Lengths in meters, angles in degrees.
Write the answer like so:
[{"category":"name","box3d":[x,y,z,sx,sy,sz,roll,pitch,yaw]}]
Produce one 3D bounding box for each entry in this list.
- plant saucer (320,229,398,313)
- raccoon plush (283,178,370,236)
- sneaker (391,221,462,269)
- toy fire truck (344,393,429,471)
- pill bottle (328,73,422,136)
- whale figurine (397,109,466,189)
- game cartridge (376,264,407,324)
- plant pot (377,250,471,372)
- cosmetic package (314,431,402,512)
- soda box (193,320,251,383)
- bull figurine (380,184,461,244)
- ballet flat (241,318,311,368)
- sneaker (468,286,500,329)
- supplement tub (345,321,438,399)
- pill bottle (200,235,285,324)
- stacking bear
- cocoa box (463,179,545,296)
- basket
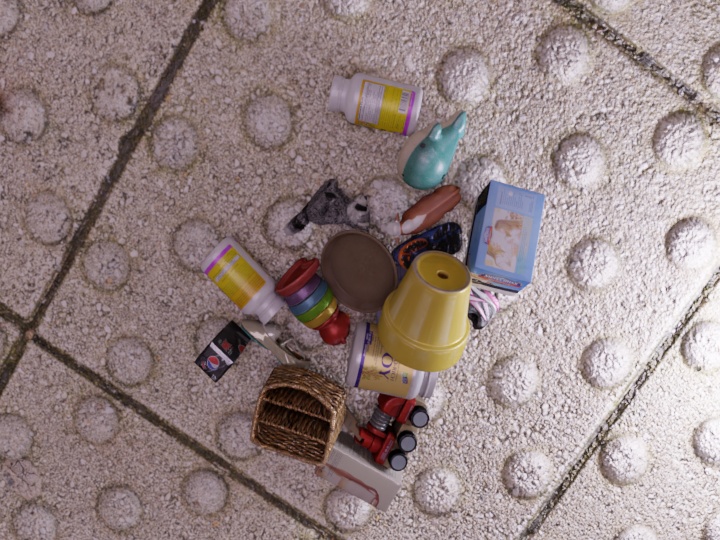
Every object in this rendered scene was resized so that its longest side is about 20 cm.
[{"category":"plant saucer","box3d":[0.000,0.000,1.517,0.194,0.029,0.206,13,119,23]},{"category":"raccoon plush","box3d":[-0.066,-0.117,1.530,0.134,0.098,0.198,43,127,-18]},{"category":"sneaker","box3d":[0.150,-0.062,1.498,0.196,0.078,0.078,-19,107,-30]},{"category":"toy fire truck","box3d":[0.039,0.344,1.575,0.196,0.129,0.180,25,99,-13]},{"category":"pill bottle","box3d":[0.032,-0.366,1.451,0.194,0.104,0.108,13,99,0]},{"category":"whale figurine","box3d":[0.171,-0.258,1.448,0.199,0.160,0.104,-40,68,-17]},{"category":"game cartridge","box3d":[0.098,0.088,1.565,0.125,0.038,0.207,-1,99,6]},{"category":"plant pot","box3d":[0.149,0.075,1.403,0.194,0.203,0.193,14,129,-1]},{"category":"cosmetic package","box3d":[-0.004,0.475,1.594,0.196,0.103,0.089,29,101,-1]},{"category":"soda box","box3d":[-0.307,0.179,1.506,0.071,0.200,0.063,43,99,-5]},{"category":"bull figurine","box3d":[0.138,-0.127,1.484,0.196,0.122,0.066,-29,97,6]},{"category":"ballet flat","box3d":[-0.193,0.170,1.571,0.069,0.070,0.200,-42,104,7]},{"category":"sneaker","box3d":[0.226,0.058,1.517,0.198,0.080,0.087,35,71,-3]},{"category":"supplement tub","box3d":[0.072,0.205,1.500,0.193,0.146,0.150,12,99,-2]},{"category":"pill bottle","box3d":[-0.265,0.026,1.529,0.104,0.104,0.200,-44,95,8]},{"category":"stacking bear","box3d":[-0.096,0.085,1.533,0.114,0.121,0.202,-44,110,-19]},{"category":"cocoa box","box3d":[0.308,-0.068,1.448,0.129,0.132,0.206,14,74,-2]},{"category":"basket","box3d":[-0.140,0.322,1.510,0.194,0.150,0.146,16,129,14]}]
